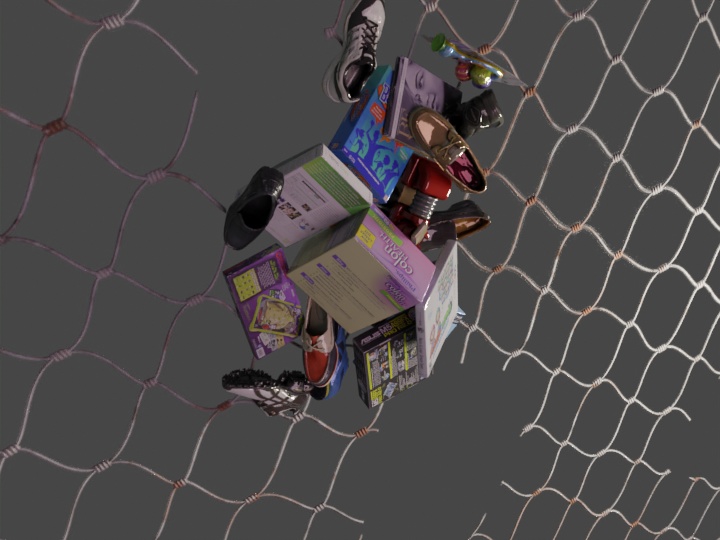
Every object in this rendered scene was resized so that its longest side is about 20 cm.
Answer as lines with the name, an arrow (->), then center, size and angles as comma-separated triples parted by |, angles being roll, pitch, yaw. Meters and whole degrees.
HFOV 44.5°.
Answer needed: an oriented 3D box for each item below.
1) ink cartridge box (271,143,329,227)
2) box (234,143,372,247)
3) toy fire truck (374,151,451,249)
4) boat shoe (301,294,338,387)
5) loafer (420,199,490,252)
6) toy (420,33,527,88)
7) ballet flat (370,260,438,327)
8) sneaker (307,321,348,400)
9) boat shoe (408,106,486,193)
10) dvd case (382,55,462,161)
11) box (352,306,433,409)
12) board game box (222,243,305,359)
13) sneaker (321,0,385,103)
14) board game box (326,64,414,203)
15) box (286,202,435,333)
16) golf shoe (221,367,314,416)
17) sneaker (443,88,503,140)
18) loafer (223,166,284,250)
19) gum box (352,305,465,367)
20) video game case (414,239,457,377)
ink cartridge box -> -0.062, -0.131, 1.596 | 0.109, 0.051, 0.200 | -23, 133, 24
box -> -0.099, -0.127, 1.537 | 0.199, 0.036, 0.144 | -23, 134, 29
toy fire truck -> 0.107, -0.120, 1.651 | 0.128, 0.200, 0.177 | 17, 102, -38
boat shoe -> -0.080, 0.122, 1.687 | 0.063, 0.071, 0.201 | 27, 68, -73
loafer -> 0.174, -0.084, 1.796 | 0.199, 0.072, 0.073 | -28, 126, -19
toy -> 0.206, -0.377, 1.646 | 0.200, 0.115, 0.047 | 25, 92, -39
ballet flat -> 0.088, 0.037, 1.801 | 0.200, 0.073, 0.073 | -43, 129, -7
sneaker -> -0.057, 0.163, 1.774 | 0.078, 0.066, 0.201 | -14, 119, -49
boat shoe -> 0.167, -0.218, 1.607 | 0.074, 0.066, 0.200 | -46, 114, 0
dvd case -> 0.120, -0.294, 1.641 | 0.200, 0.016, 0.149 | 16, 83, -48
box -> 0.068, 0.173, 1.755 | 0.160, 0.044, 0.200 | -26, 141, -17
board game box -> -0.176, 0.060, 1.660 | 0.120, 0.032, 0.201 | -26, 124, -18
sneaker -> 0.007, -0.383, 1.530 | 0.075, 0.088, 0.201 | 14, 102, -36
board game box -> 0.035, -0.246, 1.598 | 0.152, 0.045, 0.201 | 46, 61, -39
box -> 0.000, 0.000, 1.601 | 0.176, 0.200, 0.097 | 44, 47, -19
golf shoe -> -0.184, 0.245, 1.712 | 0.199, 0.078, 0.095 | 9, 107, -35
sneaker -> 0.216, -0.296, 1.693 | 0.114, 0.199, 0.077 | -21, 96, 14
loafer -> -0.188, -0.094, 1.499 | 0.068, 0.071, 0.201 | 21, 137, -17
gum box -> 0.103, 0.140, 1.825 | 0.170, 0.045, 0.200 | 18, 114, -50
video game case -> 0.147, 0.071, 1.671 | 0.200, 0.024, 0.183 | -59, 152, -44
